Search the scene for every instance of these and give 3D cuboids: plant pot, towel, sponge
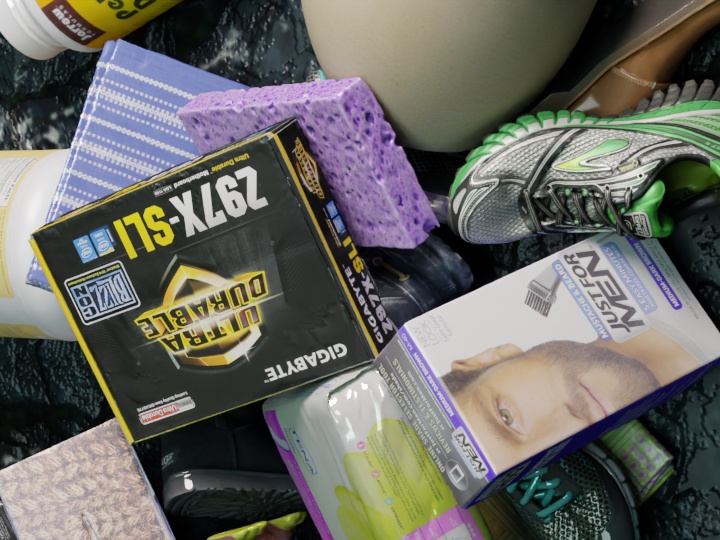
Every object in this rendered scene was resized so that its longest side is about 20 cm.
[{"bbox_3d":[0.047,-0.155,1.200,0.200,0.200,0.135,25,116,28],"label":"plant pot"},{"bbox_3d":[-0.142,-0.058,1.328,0.144,0.024,0.201,19,70,-8],"label":"towel"},{"bbox_3d":[-0.038,-0.069,1.231,0.200,0.030,0.112,3,127,56],"label":"sponge"},{"bbox_3d":[0.110,0.150,1.281,0.144,0.023,0.200,46,115,21],"label":"towel"}]

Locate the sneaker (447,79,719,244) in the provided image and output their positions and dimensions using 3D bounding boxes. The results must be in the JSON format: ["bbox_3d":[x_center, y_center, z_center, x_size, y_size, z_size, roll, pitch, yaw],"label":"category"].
[{"bbox_3d":[0.150,-0.056,1.157,0.199,0.078,0.085,-16,43,10],"label":"sneaker"}]

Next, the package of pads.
[{"bbox_3d":[0.019,0.157,1.232,0.201,0.068,0.154,63,159,-3],"label":"package of pads"}]

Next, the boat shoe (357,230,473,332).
[{"bbox_3d":[0.000,0.000,1.305,0.200,0.091,0.071,34,157,55],"label":"boat shoe"}]

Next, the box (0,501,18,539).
[{"bbox_3d":[-0.260,0.291,1.447,0.201,0.049,0.160,64,164,10],"label":"box"}]

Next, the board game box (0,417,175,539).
[{"bbox_3d":[-0.181,0.212,1.355,0.097,0.200,0.160,-24,79,-9],"label":"board game box"}]

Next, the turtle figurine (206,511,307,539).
[{"bbox_3d":[-0.045,0.253,1.291,0.064,0.199,0.162,-25,77,46],"label":"turtle figurine"}]

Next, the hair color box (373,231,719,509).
[{"bbox_3d":[0.121,0.054,1.161,0.110,0.199,0.065,58,151,14],"label":"hair color box"}]

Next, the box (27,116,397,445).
[{"bbox_3d":[-0.097,0.010,1.209,0.199,0.049,0.160,-20,99,26],"label":"box"}]

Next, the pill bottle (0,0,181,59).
[{"bbox_3d":[-0.181,-0.233,1.376,0.200,0.109,0.110,-26,81,31],"label":"pill bottle"}]

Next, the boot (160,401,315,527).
[{"bbox_3d":[-0.081,0.079,1.353,0.066,0.164,0.201,-37,52,40],"label":"boot"}]

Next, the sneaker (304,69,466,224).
[{"bbox_3d":[0.028,-0.087,1.284,0.199,0.078,0.092,16,93,24],"label":"sneaker"}]

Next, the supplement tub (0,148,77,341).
[{"bbox_3d":[-0.252,-0.020,1.418,0.199,0.145,0.146,2,95,31],"label":"supplement tub"}]

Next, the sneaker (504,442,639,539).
[{"bbox_3d":[0.101,0.119,1.209,0.078,0.091,0.200,-44,72,27],"label":"sneaker"}]

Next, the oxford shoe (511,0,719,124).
[{"bbox_3d":[0.178,-0.123,1.200,0.071,0.071,0.200,45,119,-10],"label":"oxford shoe"}]
